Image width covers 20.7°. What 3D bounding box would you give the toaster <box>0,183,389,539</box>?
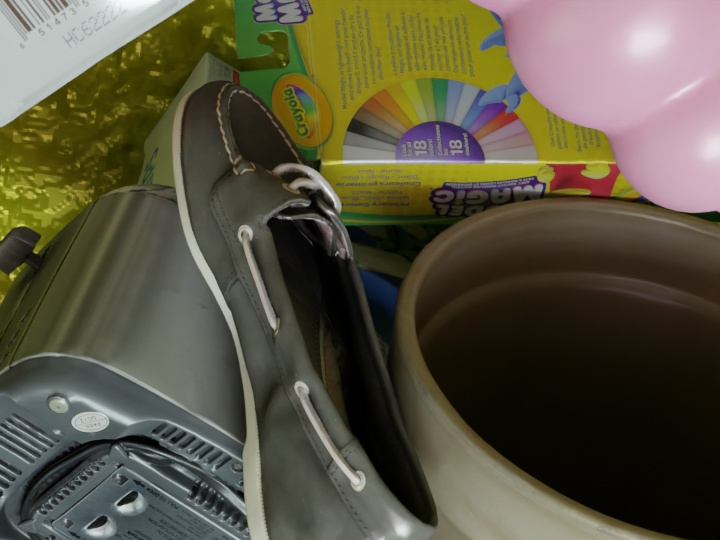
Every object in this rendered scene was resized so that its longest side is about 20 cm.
[{"bbox_3d":[-0.060,0.062,0.745,0.199,0.130,0.113,34,129,-21],"label":"toaster"}]

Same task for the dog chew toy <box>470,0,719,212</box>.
[{"bbox_3d":[0.097,-0.110,0.725,0.124,0.125,0.201,-31,93,15],"label":"dog chew toy"}]

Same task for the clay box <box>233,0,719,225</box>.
[{"bbox_3d":[0.048,-0.077,0.802,0.198,0.116,0.048,-1,147,-7],"label":"clay box"}]

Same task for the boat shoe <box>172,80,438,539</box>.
[{"bbox_3d":[-0.016,0.014,0.682,0.057,0.202,0.067,-29,151,30],"label":"boat shoe"}]

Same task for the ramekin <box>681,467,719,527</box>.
[{"bbox_3d":[0.215,0.091,0.876,0.198,0.200,0.098,-17,107,7],"label":"ramekin"}]

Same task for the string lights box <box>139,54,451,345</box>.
[{"bbox_3d":[0.000,0.000,0.853,0.199,0.103,0.059,30,119,-19],"label":"string lights box"}]

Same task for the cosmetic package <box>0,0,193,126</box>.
[{"bbox_3d":[-0.104,-0.145,0.714,0.101,0.201,0.071,-30,118,15],"label":"cosmetic package"}]

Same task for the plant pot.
[{"bbox_3d":[0.093,0.099,0.746,0.198,0.201,0.175,9,125,-8],"label":"plant pot"}]
